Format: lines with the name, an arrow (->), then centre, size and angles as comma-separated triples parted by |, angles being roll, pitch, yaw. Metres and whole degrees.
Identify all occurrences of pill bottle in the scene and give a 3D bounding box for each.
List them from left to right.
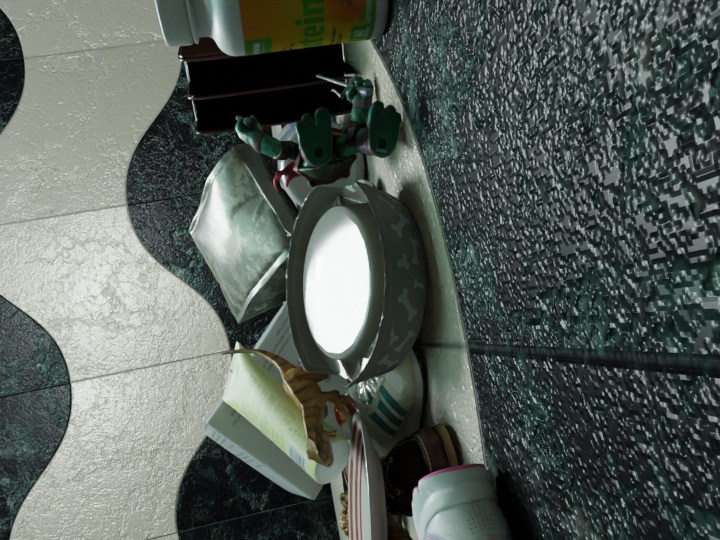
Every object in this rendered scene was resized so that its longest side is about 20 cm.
pill bottle -> -0.080, -0.252, 0.574 | 0.111, 0.194, 0.114 | 170, 90, -81
pill bottle -> -0.062, -0.148, 0.870 | 0.200, 0.106, 0.112 | -125, 27, -71

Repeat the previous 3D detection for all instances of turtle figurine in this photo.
turtle figurine -> -0.040, -0.138, 0.660 | 0.103, 0.147, 0.200 | 66, 167, -20

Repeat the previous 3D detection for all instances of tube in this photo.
tube -> -0.092, 0.157, 0.725 | 0.198, 0.058, 0.052 | 28, 157, 39

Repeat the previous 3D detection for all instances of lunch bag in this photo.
lunch bag -> -0.139, -0.054, 0.886 | 0.166, 0.116, 0.200 | 58, 145, 12

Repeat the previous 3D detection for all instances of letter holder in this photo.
letter holder -> -0.102, -0.219, 0.752 | 0.143, 0.194, 0.103 | -118, 20, -62

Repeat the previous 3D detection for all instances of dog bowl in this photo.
dog bowl -> -0.007, 0.012, 0.635 | 0.198, 0.057, 0.206 | -8, 81, 59

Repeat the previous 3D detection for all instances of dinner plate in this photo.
dinner plate -> 0.006, 0.242, 0.624 | 0.200, 0.024, 0.206 | 179, 90, -85

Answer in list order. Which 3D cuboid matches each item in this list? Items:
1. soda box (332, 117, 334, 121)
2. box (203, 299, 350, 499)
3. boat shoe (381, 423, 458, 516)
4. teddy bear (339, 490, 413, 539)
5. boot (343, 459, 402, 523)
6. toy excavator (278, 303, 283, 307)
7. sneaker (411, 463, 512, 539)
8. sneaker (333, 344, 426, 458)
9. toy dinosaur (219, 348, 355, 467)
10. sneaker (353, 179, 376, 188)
soda box -> -0.076, -0.226, 1.003 | 0.064, 0.066, 0.205 | -125, 26, -69
box -> -0.096, 0.183, 0.913 | 0.201, 0.169, 0.200 | -57, 3, -21
boat shoe -> 0.050, 0.210, 0.653 | 0.202, 0.068, 0.072 | 97, 162, -58
teddy bear -> 0.043, 0.320, 0.740 | 0.144, 0.067, 0.200 | 41, 174, -12
boot -> 0.012, 0.263, 0.966 | 0.186, 0.063, 0.205 | 43, 146, 55
toy excavator -> -0.055, -0.013, 1.017 | 0.194, 0.201, 0.100 | 41, 175, -28
sneaker -> 0.075, 0.246, 0.488 | 0.089, 0.079, 0.204 | -111, 13, -57
sneaker -> 0.017, 0.138, 0.705 | 0.071, 0.091, 0.203 | -111, 14, -49
toy dinosaur -> -0.061, 0.116, 0.677 | 0.200, 0.104, 0.062 | 41, 118, 50
sneaker -> 0.000, 0.000, 0.763 | 0.078, 0.078, 0.205 | -137, 61, -65
